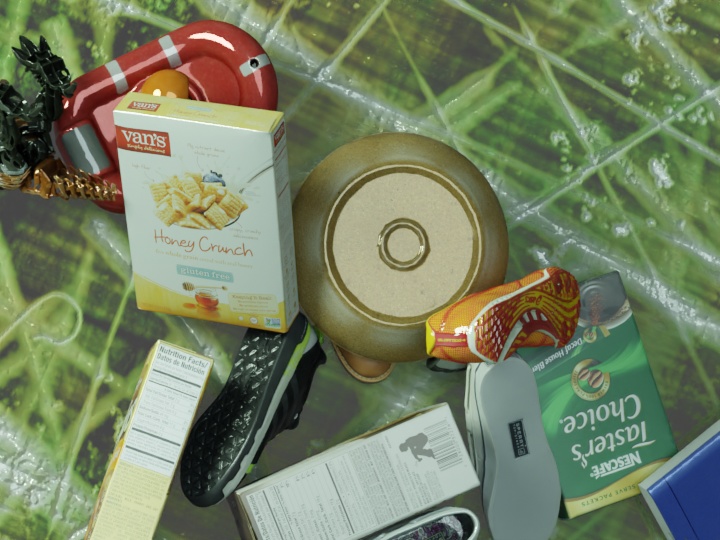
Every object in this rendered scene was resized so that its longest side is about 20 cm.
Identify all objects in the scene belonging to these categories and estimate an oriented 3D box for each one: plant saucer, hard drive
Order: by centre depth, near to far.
[{"bbox_3d":[0.034,-0.021,1.712,0.198,0.035,0.202,0,88,-7],"label":"plant saucer"},{"bbox_3d":[0.358,0.185,1.794,0.199,0.025,0.132,-37,116,-11],"label":"hard drive"}]

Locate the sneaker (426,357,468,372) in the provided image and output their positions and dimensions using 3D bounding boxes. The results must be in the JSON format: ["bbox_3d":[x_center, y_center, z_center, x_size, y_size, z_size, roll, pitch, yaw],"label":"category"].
[{"bbox_3d":[0.067,-0.005,1.762,0.079,0.074,0.202,-17,87,-23],"label":"sneaker"}]

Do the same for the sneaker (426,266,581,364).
[{"bbox_3d":[0.126,0.035,1.697,0.199,0.077,0.074,-8,98,-53],"label":"sneaker"}]

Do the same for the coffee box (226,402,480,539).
[{"bbox_3d":[-0.010,0.190,1.714,0.199,0.113,0.080,-22,87,-10],"label":"coffee box"}]

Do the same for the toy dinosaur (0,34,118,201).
[{"bbox_3d":[-0.292,-0.118,1.695,0.198,0.136,0.103,15,40,1],"label":"toy dinosaur"}]

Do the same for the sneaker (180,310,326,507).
[{"bbox_3d":[-0.081,0.127,1.718,0.083,0.071,0.201,48,62,-41],"label":"sneaker"}]

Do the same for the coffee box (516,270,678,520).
[{"bbox_3d":[0.207,0.112,1.792,0.122,0.044,0.202,-16,87,-12],"label":"coffee box"}]

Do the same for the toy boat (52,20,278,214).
[{"bbox_3d":[-0.165,-0.140,1.716,0.199,0.131,0.131,-28,89,-11],"label":"toy boat"}]

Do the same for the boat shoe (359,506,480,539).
[{"bbox_3d":[0.015,0.256,1.665,0.199,0.069,0.072,-20,78,-18],"label":"boat shoe"}]

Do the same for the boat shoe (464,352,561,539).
[{"bbox_3d":[0.127,0.156,1.755,0.071,0.066,0.201,-18,114,-10],"label":"boat shoe"}]

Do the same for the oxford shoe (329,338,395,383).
[{"bbox_3d":[0.000,0.000,1.760,0.071,0.071,0.202,-6,86,-11],"label":"oxford shoe"}]

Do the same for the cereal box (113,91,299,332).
[{"bbox_3d":[-0.128,-0.048,1.669,0.143,0.040,0.201,8,126,17],"label":"cereal box"}]

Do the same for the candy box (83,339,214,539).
[{"bbox_3d":[-0.184,0.165,1.687,0.055,0.115,0.202,19,81,-7],"label":"candy box"}]
